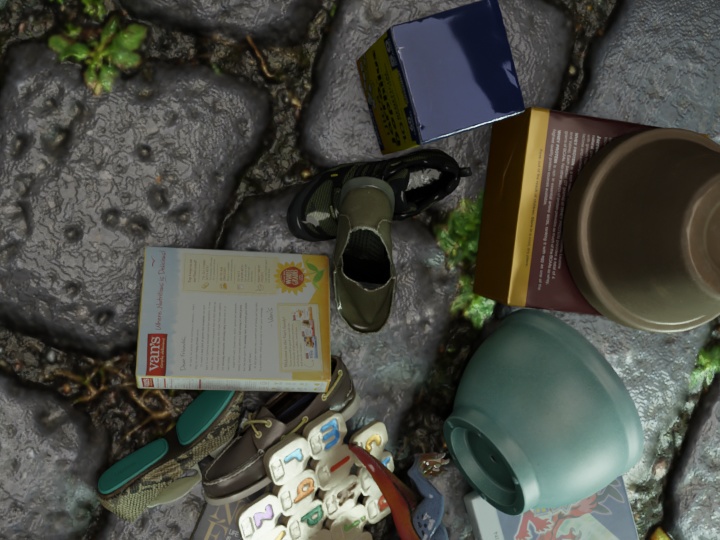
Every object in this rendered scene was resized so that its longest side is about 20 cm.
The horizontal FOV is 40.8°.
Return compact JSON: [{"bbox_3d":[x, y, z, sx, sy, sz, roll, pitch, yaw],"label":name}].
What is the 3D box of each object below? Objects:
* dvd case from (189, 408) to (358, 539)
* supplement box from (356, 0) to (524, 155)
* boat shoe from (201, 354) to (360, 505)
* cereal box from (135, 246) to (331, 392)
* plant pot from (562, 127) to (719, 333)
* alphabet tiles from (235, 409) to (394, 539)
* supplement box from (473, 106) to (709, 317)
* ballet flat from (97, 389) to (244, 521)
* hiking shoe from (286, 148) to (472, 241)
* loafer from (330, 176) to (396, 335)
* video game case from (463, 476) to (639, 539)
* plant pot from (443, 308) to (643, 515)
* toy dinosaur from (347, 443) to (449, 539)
[{"bbox_3d":[-0.099,0.273,1.062,0.146,0.016,0.203,24,89,-10],"label":"dvd case"},{"bbox_3d":[0.073,-0.187,0.967,0.107,0.200,0.111,-17,96,-7],"label":"supplement box"},{"bbox_3d":[-0.087,0.164,1.007,0.198,0.071,0.060,-34,121,-23],"label":"boat shoe"},{"bbox_3d":[-0.129,0.051,1.000,0.195,0.040,0.147,3,63,-8],"label":"cereal box"},{"bbox_3d":[0.308,-0.032,0.895,0.196,0.175,0.205,-1,95,-9],"label":"plant pot"},{"bbox_3d":[-0.041,0.250,1.019,0.194,0.014,0.204,-29,121,-29],"label":"alphabet tiles"},{"bbox_3d":[0.242,-0.056,1.037,0.195,0.133,0.202,6,93,-9],"label":"supplement box"},{"bbox_3d":[-0.185,0.193,1.026,0.199,0.068,0.076,-39,120,1],"label":"ballet flat"},{"bbox_3d":[0.016,-0.084,1.015,0.196,0.101,0.077,-21,96,-7],"label":"hiking shoe"},{"bbox_3d":[0.000,0.000,0.990,0.073,0.070,0.202,2,134,6],"label":"loafer"},{"bbox_3d":[0.225,0.303,1.092,0.197,0.023,0.186,-19,97,-22],"label":"video game case"},{"bbox_3d":[0.169,0.162,0.989,0.133,0.200,0.203,-34,99,-24],"label":"plant pot"},{"bbox_3d":[0.067,0.293,1.011,0.196,0.105,0.185,10,65,-6],"label":"toy dinosaur"}]
